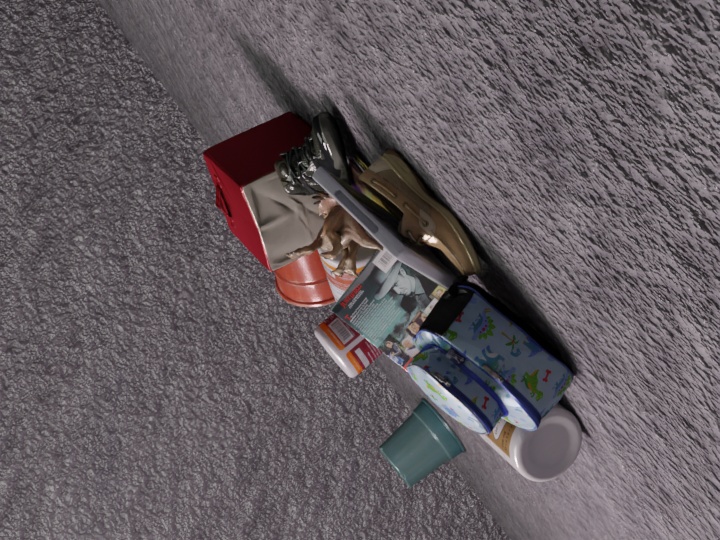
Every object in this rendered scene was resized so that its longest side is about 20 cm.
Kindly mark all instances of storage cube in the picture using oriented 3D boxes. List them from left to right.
[{"bbox_3d":[-0.134,-0.133,1.816,0.180,0.199,0.172,40,152,54],"label":"storage cube"}]

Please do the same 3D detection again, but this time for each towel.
[{"bbox_3d":[0.036,-0.095,1.689,0.144,0.023,0.200,50,173,13],"label":"towel"}]

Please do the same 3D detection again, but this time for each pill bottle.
[{"bbox_3d":[0.000,0.000,1.778,0.112,0.112,0.201,47,165,32],"label":"pill bottle"},{"bbox_3d":[0.024,0.088,1.952,0.113,0.199,0.113,50,173,8],"label":"pill bottle"},{"bbox_3d":[0.232,0.220,1.628,0.115,0.114,0.200,55,172,-27],"label":"pill bottle"}]

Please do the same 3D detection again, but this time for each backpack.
[{"bbox_3d":[0.161,0.129,1.418,0.199,0.148,0.183,36,170,2],"label":"backpack"}]

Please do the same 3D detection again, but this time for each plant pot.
[{"bbox_3d":[-0.098,-0.072,2.053,0.201,0.200,0.196,44,162,46],"label":"plant pot"},{"bbox_3d":[0.172,0.515,3.189,0.201,0.196,0.200,50,174,8],"label":"plant pot"}]

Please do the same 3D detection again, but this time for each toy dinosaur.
[{"bbox_3d":[-0.028,-0.069,1.600,0.085,0.137,0.199,27,167,-24],"label":"toy dinosaur"}]

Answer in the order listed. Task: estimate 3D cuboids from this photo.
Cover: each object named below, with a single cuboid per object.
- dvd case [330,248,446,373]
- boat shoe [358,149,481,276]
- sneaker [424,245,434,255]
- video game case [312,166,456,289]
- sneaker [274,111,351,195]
[{"bbox_3d":[0.076,0.065,1.595,0.199,0.146,0.022,37,-162,-4],"label":"dvd case"},{"bbox_3d":[0.077,-0.062,1.405,0.200,0.064,0.071,50,173,15],"label":"boat shoe"},{"bbox_3d":[0.102,0.030,1.701,0.114,0.073,0.201,47,172,11],"label":"sneaker"},{"bbox_3d":[0.039,-0.052,1.479,0.182,0.022,0.200,45,-171,30],"label":"video game case"},{"bbox_3d":[-0.075,-0.166,1.634,0.200,0.113,0.077,84,175,-72],"label":"sneaker"}]
